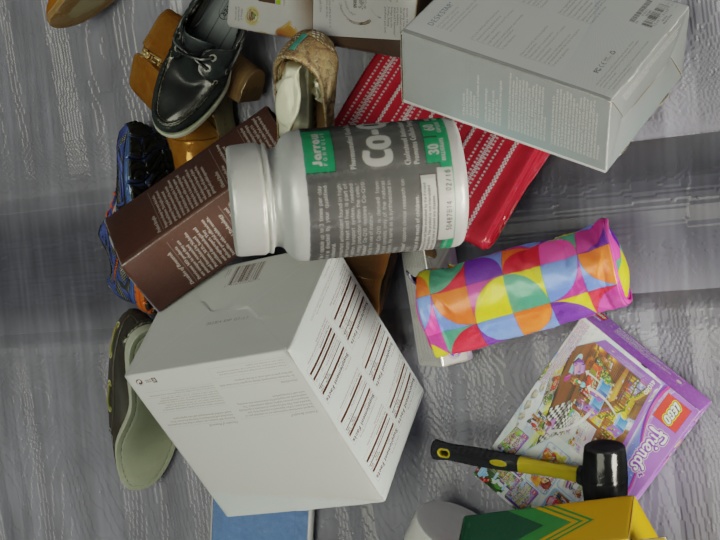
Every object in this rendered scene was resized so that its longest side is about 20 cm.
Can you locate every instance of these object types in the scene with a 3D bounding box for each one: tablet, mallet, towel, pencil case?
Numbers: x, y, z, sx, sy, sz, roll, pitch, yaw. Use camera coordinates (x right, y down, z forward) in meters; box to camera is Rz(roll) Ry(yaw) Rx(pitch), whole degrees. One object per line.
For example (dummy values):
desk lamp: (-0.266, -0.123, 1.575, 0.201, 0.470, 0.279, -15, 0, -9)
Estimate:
tablet: (-0.106, 0.300, 1.738, 0.129, 0.014, 0.202, 10, 104, 29)
mallet: (0.153, 0.169, 1.501, 0.199, 0.041, 0.067, 14, 109, 30)
towel: (0.069, -0.116, 1.506, 0.199, 0.023, 0.145, 26, 77, 23)
pencil case: (0.142, 0.014, 1.469, 0.198, 0.088, 0.089, -14, 93, 15)

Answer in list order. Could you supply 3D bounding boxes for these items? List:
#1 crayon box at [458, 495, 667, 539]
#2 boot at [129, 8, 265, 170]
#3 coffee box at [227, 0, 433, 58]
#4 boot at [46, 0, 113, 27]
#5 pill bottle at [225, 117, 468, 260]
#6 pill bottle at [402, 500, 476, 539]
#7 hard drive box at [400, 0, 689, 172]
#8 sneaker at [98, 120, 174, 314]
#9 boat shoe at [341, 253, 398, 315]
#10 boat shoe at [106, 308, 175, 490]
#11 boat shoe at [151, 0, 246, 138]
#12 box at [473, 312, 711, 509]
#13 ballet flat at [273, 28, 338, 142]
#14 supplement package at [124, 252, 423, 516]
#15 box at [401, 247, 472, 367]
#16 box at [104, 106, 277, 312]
crayon box: (0.201, 0.264, 1.466, 0.198, 0.052, 0.126, -11, 132, 28)
boot: (-0.183, -0.151, 1.668, 0.143, 0.071, 0.203, 31, 109, 27)
coffee box: (-0.009, -0.251, 1.512, 0.198, 0.114, 0.081, 14, 107, 28)
boot: (-0.281, -0.362, 1.676, 0.201, 0.071, 0.145, -43, 71, 26)
pill bottle: (-0.013, -0.068, 1.407, 0.198, 0.113, 0.114, -6, 99, -6)
pill bottle: (0.058, 0.332, 1.592, 0.109, 0.109, 0.201, 32, 115, 21)
hard drive box: (0.157, -0.184, 1.397, 0.199, 0.156, 0.077, 23, 138, 25)
sneaker: (-0.241, -0.056, 1.713, 0.078, 0.075, 0.202, 7, 102, 32)
boat shoe: (0.000, 0.000, 1.578, 0.070, 0.071, 0.201, 23, 136, -2)
boat shoe: (-0.236, 0.138, 1.753, 0.061, 0.071, 0.203, 40, 130, 48)
boat shoe: (-0.148, -0.224, 1.579, 0.074, 0.066, 0.200, 34, 87, 16)
box: (0.210, 0.155, 1.508, 0.137, 0.039, 0.201, 40, 117, 17)
ballet flat: (-0.055, -0.115, 1.481, 0.070, 0.065, 0.202, 8, 113, 29)
supplement package: (-0.077, 0.108, 1.559, 0.190, 0.148, 0.201, -10, 127, 31)
box: (0.065, -0.010, 1.554, 0.041, 0.038, 0.202, -2, 99, 57)
box: (-0.142, -0.060, 1.579, 0.199, 0.100, 0.075, -33, 123, 1)
